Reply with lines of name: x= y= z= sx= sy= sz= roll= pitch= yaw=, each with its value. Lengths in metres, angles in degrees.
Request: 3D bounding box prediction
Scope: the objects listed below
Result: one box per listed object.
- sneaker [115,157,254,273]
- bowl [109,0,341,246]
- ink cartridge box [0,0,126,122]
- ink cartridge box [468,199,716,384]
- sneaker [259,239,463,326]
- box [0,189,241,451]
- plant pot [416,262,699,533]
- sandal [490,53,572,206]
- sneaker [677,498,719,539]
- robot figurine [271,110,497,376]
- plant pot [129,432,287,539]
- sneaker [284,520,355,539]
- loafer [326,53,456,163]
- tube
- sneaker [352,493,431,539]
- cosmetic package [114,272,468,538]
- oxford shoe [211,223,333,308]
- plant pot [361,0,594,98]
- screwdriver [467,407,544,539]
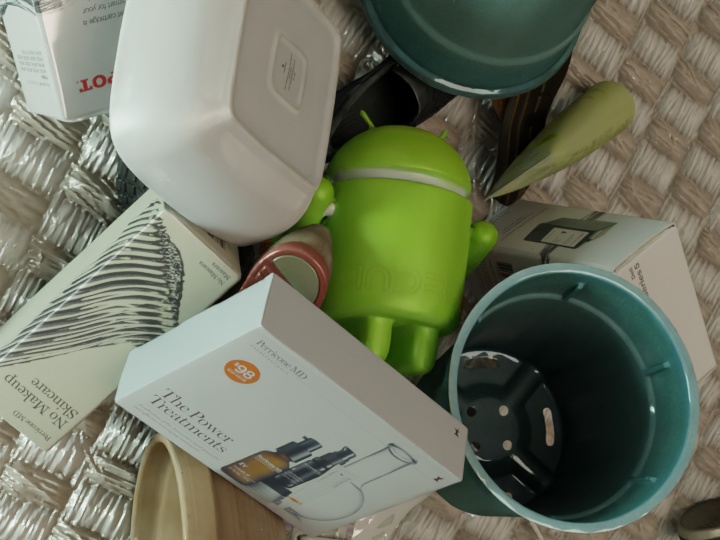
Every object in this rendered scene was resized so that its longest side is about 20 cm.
sneaker: x=-0.129 y=-0.028 z=1.100 sx=0.087 sy=0.076 sz=0.201 roll=-21 pitch=120 yaw=-32
bowl: x=-0.080 y=-0.132 z=0.980 sx=0.200 sy=0.074 sz=0.201 roll=39 pitch=55 yaw=-56
ink cartridge box: x=-0.184 y=-0.221 z=1.013 sx=0.144 sy=0.084 sz=0.201 roll=-21 pitch=110 yaw=-28
ink cartridge box: x=0.193 y=0.028 z=1.230 sx=0.084 sy=0.200 sz=0.146 roll=-34 pitch=116 yaw=-26
sneaker: x=0.000 y=0.000 z=1.195 sx=0.199 sy=0.073 sz=0.078 roll=18 pitch=64 yaw=-34
box: x=-0.183 y=0.032 z=1.023 sx=0.200 sy=0.068 sz=0.082 roll=-43 pitch=114 yaw=11
plant pot: x=0.133 y=0.114 z=1.135 sx=0.199 sy=0.196 sz=0.201 roll=4 pitch=76 yaw=-15
sandal: x=0.140 y=-0.157 z=1.251 sx=0.082 sy=0.054 sz=0.201 roll=-24 pitch=130 yaw=-54
sneaker: x=0.413 y=0.297 z=1.498 sx=0.199 sy=0.075 sz=0.107 roll=-4 pitch=99 yaw=-33
robot figurine: x=0.025 y=-0.021 z=1.095 sx=0.175 sy=0.116 sz=0.201 roll=12 pitch=77 yaw=-27
plant pot: x=-0.111 y=0.224 z=1.071 sx=0.092 sy=0.201 sz=0.202 roll=3 pitch=98 yaw=-21
sneaker: x=-0.038 y=0.240 z=1.125 sx=0.081 sy=0.088 sz=0.201 roll=5 pitch=107 yaw=-27
loafer: x=0.034 y=-0.143 z=1.174 sx=0.200 sy=0.070 sz=0.068 roll=-31 pitch=115 yaw=-24
tube: x=0.179 y=-0.114 z=1.237 sx=0.200 sy=0.052 sz=0.058 roll=-37 pitch=141 yaw=-48
sneaker: x=-0.011 y=0.233 z=1.231 sx=0.200 sy=0.076 sz=0.116 roll=-22 pitch=120 yaw=-18
cosmetic package: x=-0.046 y=0.101 z=0.988 sx=0.200 sy=0.150 sz=0.052 roll=39 pitch=39 yaw=-28
oxford shoe: x=-0.082 y=0.044 z=1.053 sx=0.070 sy=0.075 sz=0.200 roll=43 pitch=119 yaw=-8
plant pot: x=0.117 y=-0.259 z=1.081 sx=0.199 sy=0.196 sz=0.201 roll=4 pitch=75 yaw=-15
screwdriver: x=0.139 y=0.193 z=1.329 sx=0.028 sy=0.029 sz=0.200 roll=-39 pitch=112 yaw=-20
